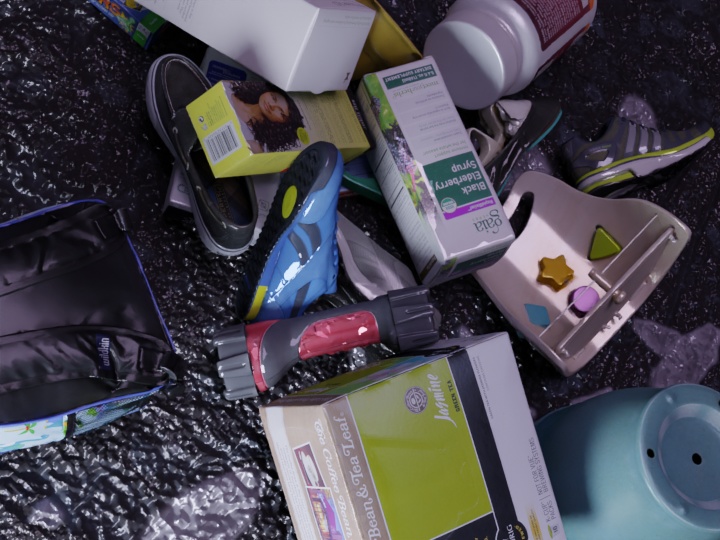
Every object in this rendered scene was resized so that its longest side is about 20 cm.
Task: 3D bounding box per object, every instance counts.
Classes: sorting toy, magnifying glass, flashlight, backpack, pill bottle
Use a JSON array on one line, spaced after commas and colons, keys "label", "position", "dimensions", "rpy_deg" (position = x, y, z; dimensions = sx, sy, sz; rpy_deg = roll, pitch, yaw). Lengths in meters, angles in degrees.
[{"label": "sorting toy", "position": [0.195, -0.009, 1.434], "dimensions": [0.180, 0.107, 0.200], "rpy_deg": [42, 71, 17]}, {"label": "magnifying glass", "position": [0.037, -0.078, 1.408], "dimensions": [0.200, 0.022, 0.080], "rpy_deg": [47, 59, 2]}, {"label": "flashlight", "position": [-0.030, 0.064, 1.273], "dimensions": [0.198, 0.068, 0.068], "rpy_deg": [-11, 90, 0]}, {"label": "backpack", "position": [-0.275, 0.057, 1.165], "dimensions": [0.198, 0.147, 0.185], "rpy_deg": [-15, 76, -32]}, {"label": "pill bottle", "position": [0.155, -0.252, 1.486], "dimensions": [0.114, 0.114, 0.200], "rpy_deg": [47, 47, 1]}]

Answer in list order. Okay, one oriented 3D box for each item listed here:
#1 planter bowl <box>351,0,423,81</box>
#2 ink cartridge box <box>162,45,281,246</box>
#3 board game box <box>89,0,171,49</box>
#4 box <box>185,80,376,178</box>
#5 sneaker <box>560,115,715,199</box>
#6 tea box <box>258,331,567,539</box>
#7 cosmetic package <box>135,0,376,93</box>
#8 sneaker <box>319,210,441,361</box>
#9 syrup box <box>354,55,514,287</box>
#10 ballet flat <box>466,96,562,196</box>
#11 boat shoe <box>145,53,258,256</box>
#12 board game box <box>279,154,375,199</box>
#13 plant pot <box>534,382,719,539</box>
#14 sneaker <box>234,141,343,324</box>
[{"label": "planter bowl", "position": [-0.030, -0.248, 1.414], "dimensions": [0.083, 0.200, 0.200], "rpy_deg": [-44, 89, 3]}, {"label": "ink cartridge box", "position": [-0.119, -0.130, 1.356], "dimensions": [0.099, 0.039, 0.202], "rpy_deg": [18, 64, -14]}, {"label": "board game box", "position": [-0.204, -0.332, 1.429], "dimensions": [0.135, 0.034, 0.201], "rpy_deg": [39, 59, -4]}, {"label": "box", "position": [-0.068, -0.130, 1.297], "dimensions": [0.199, 0.050, 0.076], "rpy_deg": [-13, 76, -58]}, {"label": "sneaker", "position": [0.302, -0.135, 1.545], "dimensions": [0.199, 0.074, 0.081], "rpy_deg": [-20, 74, -31]}, {"label": "tea box", "position": [0.046, 0.180, 1.233], "dimensions": [0.195, 0.133, 0.202], "rpy_deg": [-18, 93, -29]}, {"label": "cosmetic package", "position": [-0.100, -0.243, 1.309], "dimensions": [0.199, 0.085, 0.107], "rpy_deg": [31, 21, 22]}, {"label": "sneaker", "position": [0.000, 0.000, 1.361], "dimensions": [0.201, 0.074, 0.079], "rpy_deg": [51, 49, -3]}, {"label": "syrup box", "position": [0.066, -0.093, 1.366], "dimensions": [0.078, 0.082, 0.202], "rpy_deg": [-18, 74, -19]}, {"label": "ballet flat", "position": [0.142, -0.132, 1.469], "dimensions": [0.069, 0.068, 0.200], "rpy_deg": [51, 56, -20]}, {"label": "boat shoe", "position": [-0.137, -0.112, 1.286], "dimensions": [0.068, 0.057, 0.202], "rpy_deg": [-15, 76, -27]}, {"label": "board game box", "position": [-0.080, -0.111, 1.397], "dimensions": [0.198, 0.019, 0.104], "rpy_deg": [-11, 74, -27]}, {"label": "plant pot", "position": [0.264, 0.196, 1.317], "dimensions": [0.198, 0.188, 0.202], "rpy_deg": [9, 66, -19]}, {"label": "sneaker", "position": [-0.046, -0.028, 1.285], "dimensions": [0.078, 0.201, 0.066], "rpy_deg": [13, 33, -21]}]
